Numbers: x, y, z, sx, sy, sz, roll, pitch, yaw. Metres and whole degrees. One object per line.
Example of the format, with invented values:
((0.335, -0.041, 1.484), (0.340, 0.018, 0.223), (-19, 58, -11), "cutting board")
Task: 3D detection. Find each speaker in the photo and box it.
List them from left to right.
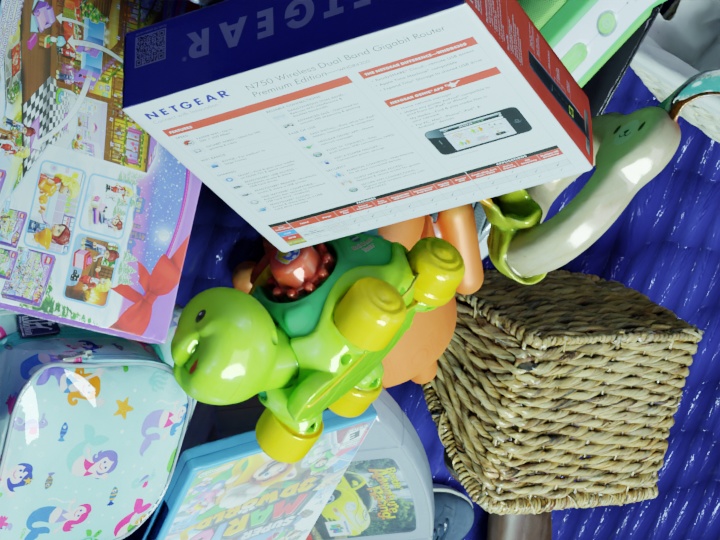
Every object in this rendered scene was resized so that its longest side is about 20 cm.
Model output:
((0.110, -0.143, 1.201), (0.200, 0.088, 0.089), (-47, 140, -7), "speaker")

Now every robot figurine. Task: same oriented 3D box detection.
((0.002, -0.001, 1.342), (0.117, 0.143, 0.201), (-58, 146, -31), "robot figurine")

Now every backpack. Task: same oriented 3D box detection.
((-0.185, 0.079, 1.195), (0.199, 0.150, 0.179), (-9, 125, -48), "backpack")

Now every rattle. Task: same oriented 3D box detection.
((0.133, -0.098, 1.255), (0.200, 0.143, 0.130), (-39, -176, 30), "rattle")

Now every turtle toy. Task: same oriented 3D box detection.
((-0.034, 0.034, 1.189), (0.200, 0.101, 0.146), (-31, 161, -54), "turtle toy")

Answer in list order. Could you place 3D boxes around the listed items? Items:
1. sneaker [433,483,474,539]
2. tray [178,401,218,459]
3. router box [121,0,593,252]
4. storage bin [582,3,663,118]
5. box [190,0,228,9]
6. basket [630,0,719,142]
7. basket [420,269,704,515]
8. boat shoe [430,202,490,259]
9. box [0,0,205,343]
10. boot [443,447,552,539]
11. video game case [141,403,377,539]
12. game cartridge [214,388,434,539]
((0.030, 0.226, 1.557), (0.199, 0.084, 0.076), (-9, 123, -41), "sneaker")
((-0.060, 0.118, 1.440), (0.199, 0.022, 0.108), (15, 107, -49), "tray")
((0.002, -0.089, 1.054), (0.198, 0.049, 0.179), (-14, 150, 22), "router box")
((0.088, -0.176, 1.299), (0.199, 0.094, 0.136), (12, 114, -43), "storage bin")
((-0.049, -0.204, 1.114), (0.199, 0.148, 0.108), (8, 107, -47), "box")
((0.307, -0.157, 1.475), (0.136, 0.200, 0.123), (-51, 145, -3), "basket")
((0.139, 0.089, 1.518), (0.198, 0.142, 0.151), (-2, 113, -39), "basket")
((0.119, -0.087, 1.433), (0.062, 0.072, 0.201), (25, 96, -48), "boat shoe")
((-0.154, -0.071, 1.100), (0.136, 0.039, 0.202), (15, 84, -22), "box")
((0.115, 0.202, 1.605), (0.186, 0.064, 0.202), (-31, 134, -51), "boot")
((-0.080, 0.163, 1.325), (0.142, 0.018, 0.201), (-14, 150, -32), "video game case")
((-0.016, 0.151, 1.402), (0.132, 0.041, 0.201), (-10, 139, 7), "game cartridge")
